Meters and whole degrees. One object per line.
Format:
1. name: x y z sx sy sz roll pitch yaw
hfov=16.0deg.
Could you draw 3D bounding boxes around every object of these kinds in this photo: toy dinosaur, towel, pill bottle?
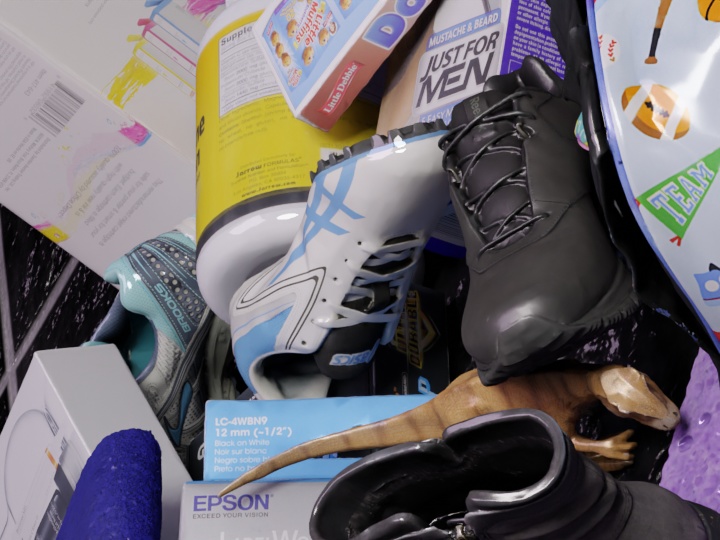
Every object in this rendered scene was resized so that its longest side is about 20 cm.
1. toy dinosaur: 0.051 0.057 1.037 0.200 0.106 0.060 -17 65 38
2. towel: -0.113 0.177 1.107 0.200 0.050 0.148 -97 28 -60
3. pill bottle: -0.027 -0.072 1.285 0.112 0.112 0.200 -45 37 44

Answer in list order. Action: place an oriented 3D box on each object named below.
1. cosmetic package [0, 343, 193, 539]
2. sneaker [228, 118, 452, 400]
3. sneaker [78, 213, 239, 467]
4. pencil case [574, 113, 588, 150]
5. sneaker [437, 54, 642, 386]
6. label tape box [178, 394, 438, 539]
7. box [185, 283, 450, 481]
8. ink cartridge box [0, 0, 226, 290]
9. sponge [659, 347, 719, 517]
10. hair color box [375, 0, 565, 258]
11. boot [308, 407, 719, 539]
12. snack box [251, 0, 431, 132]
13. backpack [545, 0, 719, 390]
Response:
1. cosmetic package: -0.125 0.159 1.264 0.200 0.052 0.151 56 137 34
2. sneaker: 0.000 0.000 1.126 0.073 0.072 0.200 67 148 22
3. sneaker: -0.113 0.058 1.354 0.078 0.086 0.200 43 137 38
4. pencil case: 0.135 -0.132 0.977 0.087 0.087 0.200 -127 40 -59
5. sneaker: 0.063 -0.023 1.018 0.076 0.091 0.200 -28 16 16
6. label tape box: -0.004 0.131 1.075 0.066 0.143 0.200 80 -171 -62
7. box: -0.023 0.117 1.240 0.200 0.046 0.159 -43 40 48
8. ink cartridge box: -0.119 -0.086 1.397 0.129 0.200 0.125 -41 16 48
9. sponge: 0.137 0.126 0.933 0.112 0.030 0.200 12 85 64
10. hair color box: 0.065 -0.115 1.183 0.109 0.065 0.200 -18 58 59
11. boot: 0.025 0.110 0.931 0.200 0.132 0.070 -33 46 30
12. snack box: 0.023 -0.160 1.173 0.200 0.024 0.072 -51 42 24
13. backpack: 0.145 -0.043 0.826 0.154 0.190 0.200 -28 46 21
